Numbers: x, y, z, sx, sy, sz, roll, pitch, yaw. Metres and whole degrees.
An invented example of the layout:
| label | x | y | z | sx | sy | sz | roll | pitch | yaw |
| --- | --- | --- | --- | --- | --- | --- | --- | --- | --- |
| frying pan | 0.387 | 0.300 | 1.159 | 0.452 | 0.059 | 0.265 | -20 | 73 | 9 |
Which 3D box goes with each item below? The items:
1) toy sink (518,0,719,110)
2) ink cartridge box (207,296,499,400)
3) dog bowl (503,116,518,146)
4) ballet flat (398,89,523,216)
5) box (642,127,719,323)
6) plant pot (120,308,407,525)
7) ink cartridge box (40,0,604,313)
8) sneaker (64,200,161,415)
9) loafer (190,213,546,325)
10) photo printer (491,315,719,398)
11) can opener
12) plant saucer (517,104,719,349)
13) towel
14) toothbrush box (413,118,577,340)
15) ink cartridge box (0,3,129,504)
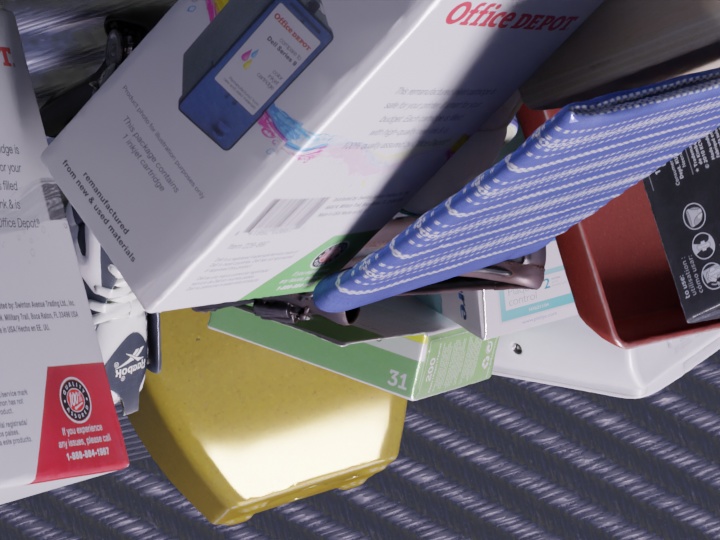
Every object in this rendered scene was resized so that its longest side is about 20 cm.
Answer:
| label | x | y | z | sx | sy | sz | roll | pitch | yaw |
| --- | --- | --- | --- | --- | --- | --- | --- | --- | --- |
| toy sink | 0.168 | -0.152 | 1.115 | 0.200 | 0.113 | 0.130 | -18 | 174 | 44 |
| ink cartridge box | -0.025 | 0.032 | 1.488 | 0.145 | 0.048 | 0.200 | 18 | -166 | 26 |
| dog bowl | -0.024 | -0.077 | 1.320 | 0.199 | 0.079 | 0.200 | -17 | 172 | -3 |
| ballet flat | 0.059 | -0.103 | 1.205 | 0.069 | 0.070 | 0.200 | -24 | -159 | 39 |
| box | 0.209 | -0.091 | 1.296 | 0.132 | 0.201 | 0.115 | -23 | 170 | 38 |
| plant pot | -0.066 | 0.054 | 1.702 | 0.193 | 0.201 | 0.196 | -16 | 173 | -12 |
| ink cartridge box | -0.011 | -0.081 | 1.071 | 0.200 | 0.088 | 0.145 | -44 | 162 | 25 |
| sneaker | -0.135 | 0.014 | 1.520 | 0.199 | 0.130 | 0.079 | -25 | 171 | 40 |
| loafer | 0.000 | 0.000 | 1.345 | 0.199 | 0.063 | 0.072 | -15 | 173 | 17 |
| photo printer | 0.133 | 0.010 | 1.605 | 0.199 | 0.070 | 0.166 | 9 | -152 | 42 |
| can opener | -0.110 | -0.071 | 1.212 | 0.078 | 0.064 | 0.200 | 13 | 160 | -27 |
| plant saucer | 0.152 | -0.061 | 1.385 | 0.037 | 0.200 | 0.200 | -22 | 171 | 39 |
| towel | 0.079 | -0.040 | 1.108 | 0.144 | 0.024 | 0.200 | -18 | 168 | -39 |
| toothbrush box | 0.089 | -0.040 | 1.528 | 0.146 | 0.086 | 0.200 | -15 | -161 | -21 |
| ink cartridge box | -0.183 | -0.004 | 1.036 | 0.083 | 0.201 | 0.144 | -17 | 173 | 25 |
